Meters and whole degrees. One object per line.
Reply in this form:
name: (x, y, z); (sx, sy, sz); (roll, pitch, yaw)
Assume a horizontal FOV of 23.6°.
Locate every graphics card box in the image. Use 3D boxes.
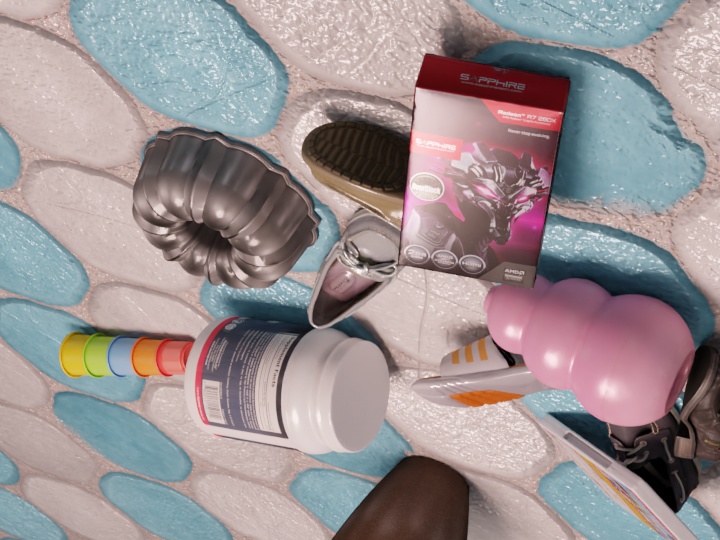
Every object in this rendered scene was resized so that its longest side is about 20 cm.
graphics card box: (0.101, -0.080, 1.457); (0.125, 0.051, 0.200); (11, 134, 5)

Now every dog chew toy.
dog chew toy: (0.208, 0.064, 1.615); (0.200, 0.125, 0.125); (24, 152, 21)

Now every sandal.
sandal: (0.154, 0.096, 1.776); (0.206, 0.059, 0.079); (-10, 156, 18)

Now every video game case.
video game case: (0.280, 0.231, 1.825); (0.143, 0.017, 0.200); (46, 175, -27)

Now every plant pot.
plant pot: (0.053, 0.333, 2.085); (0.187, 0.200, 0.187); (19, 150, 12)

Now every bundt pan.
bundt pan: (-0.145, -0.050, 1.751); (0.202, 0.076, 0.202); (19, 150, 11)

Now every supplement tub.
supplement tub: (-0.083, 0.128, 1.922); (0.200, 0.140, 0.140); (6, 146, 32)

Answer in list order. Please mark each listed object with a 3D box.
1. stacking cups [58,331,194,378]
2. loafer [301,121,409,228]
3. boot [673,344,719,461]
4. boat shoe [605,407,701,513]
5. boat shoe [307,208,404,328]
stacking cups: (-0.281, 0.105, 2.143); (0.200, 0.061, 0.061); (-2, 141, 33)
loafer: (0.038, -0.072, 1.566); (0.200, 0.076, 0.067); (22, 145, 7)
boot: (0.397, 0.146, 1.660); (0.174, 0.069, 0.200); (13, 153, 13)
boat shoe: (0.297, 0.183, 1.783); (0.073, 0.063, 0.200); (0, 144, 37)
boat shoe: (-0.002, -0.001, 1.725); (0.074, 0.065, 0.202); (32, 151, -10)
